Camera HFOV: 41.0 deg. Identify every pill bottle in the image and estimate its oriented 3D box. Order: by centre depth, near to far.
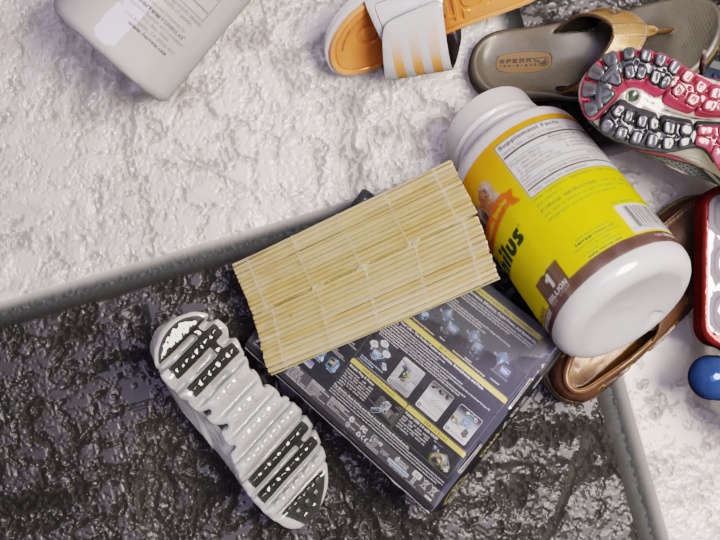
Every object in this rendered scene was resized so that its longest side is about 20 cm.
[{"bbox_3d":[0.141,-0.043,0.707,0.109,0.109,0.201,-32,56,2],"label":"pill bottle"},{"bbox_3d":[-0.136,-0.244,0.759,0.114,0.114,0.200,40,90,4],"label":"pill bottle"}]

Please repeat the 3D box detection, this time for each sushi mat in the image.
[{"bbox_3d":[0.000,0.000,0.725,0.199,0.012,0.097,-24,74,17],"label":"sushi mat"}]

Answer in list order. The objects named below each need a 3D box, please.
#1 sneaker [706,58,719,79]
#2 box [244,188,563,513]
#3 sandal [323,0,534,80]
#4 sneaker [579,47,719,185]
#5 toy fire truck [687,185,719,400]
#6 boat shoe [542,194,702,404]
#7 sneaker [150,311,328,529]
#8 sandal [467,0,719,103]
[{"bbox_3d":[0.303,-0.126,0.740,0.198,0.082,0.071,21,88,8],"label":"sneaker"},{"bbox_3d":[0.031,0.059,0.745,0.199,0.049,0.162,38,94,19],"label":"box"},{"bbox_3d":[0.069,-0.195,0.747,0.205,0.079,0.060,-21,58,9],"label":"sandal"},{"bbox_3d":[0.251,-0.102,0.674,0.199,0.075,0.081,25,99,6],"label":"sneaker"},{"bbox_3d":[0.326,0.042,0.713,0.166,0.112,0.202,3,87,1],"label":"toy fire truck"},{"bbox_3d":[0.219,0.025,0.747,0.072,0.068,0.200,41,91,4],"label":"boat shoe"},{"bbox_3d":[-0.097,0.117,0.767,0.075,0.081,0.201,-39,105,-24],"label":"sneaker"},{"bbox_3d":[0.179,-0.174,0.748,0.198,0.055,0.083,0,77,17],"label":"sandal"}]
